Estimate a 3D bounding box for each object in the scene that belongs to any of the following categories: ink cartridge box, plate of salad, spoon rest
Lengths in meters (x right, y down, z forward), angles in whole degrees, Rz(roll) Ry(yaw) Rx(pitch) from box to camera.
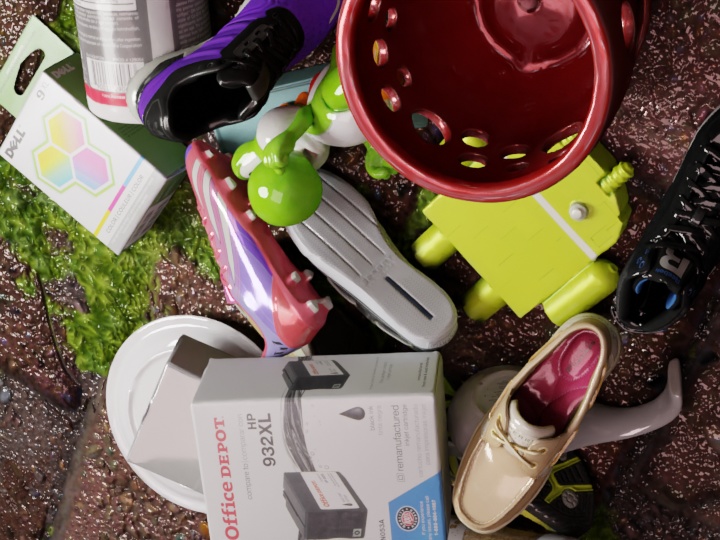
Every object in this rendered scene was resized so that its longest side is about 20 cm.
[{"bbox_3d":[-0.255,-0.121,1.342,0.200,0.059,0.104,41,125,2],"label":"ink cartridge box"},{"bbox_3d":[-0.149,0.135,1.423,0.199,0.048,0.202,6,108,19],"label":"plate of salad"},{"bbox_3d":[0.169,0.116,1.244,0.199,0.100,0.061,-7,136,16],"label":"spoon rest"},{"bbox_3d":[-0.029,0.151,1.236,0.198,0.084,0.146,-2,112,8],"label":"ink cartridge box"}]

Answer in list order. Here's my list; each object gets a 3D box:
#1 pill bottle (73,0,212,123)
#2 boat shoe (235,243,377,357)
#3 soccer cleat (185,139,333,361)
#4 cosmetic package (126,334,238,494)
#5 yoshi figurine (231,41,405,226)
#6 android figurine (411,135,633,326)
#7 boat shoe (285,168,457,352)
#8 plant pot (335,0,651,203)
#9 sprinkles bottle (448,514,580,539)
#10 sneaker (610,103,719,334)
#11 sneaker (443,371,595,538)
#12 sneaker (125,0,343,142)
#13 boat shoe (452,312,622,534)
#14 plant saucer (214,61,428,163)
[{"bbox_3d":[-0.180,-0.230,1.222,0.110,0.111,0.201,8,117,22],"label":"pill bottle"},{"bbox_3d":[-0.049,0.065,1.338,0.200,0.072,0.076,54,137,5],"label":"boat shoe"},{"bbox_3d":[-0.102,-0.019,1.269,0.076,0.067,0.201,-38,78,18],"label":"soccer cleat"},{"bbox_3d":[-0.096,0.151,1.337,0.199,0.090,0.107,27,107,-2],"label":"cosmetic package"},{"bbox_3d":[-0.024,-0.100,1.195,0.200,0.112,0.113,-31,105,37],"label":"yoshi figurine"},{"bbox_3d":[0.133,-0.043,1.206,0.182,0.041,0.200,49,126,-2],"label":"android figurine"},{"bbox_3d":[0.000,0.000,1.270,0.200,0.072,0.071,49,161,16],"label":"boat shoe"},{"bbox_3d":[0.105,-0.170,1.070,0.199,0.183,0.202,10,117,21],"label":"plant pot"},{"bbox_3d":[0.107,0.252,1.308,0.199,0.068,0.069,2,117,47],"label":"sprinkles bottle"},{"bbox_3d":[0.252,-0.032,1.109,0.073,0.112,0.201,29,123,9],"label":"sneaker"},{"bbox_3d":[0.117,0.164,1.307,0.200,0.075,0.077,37,145,8],"label":"sneaker"},{"bbox_3d":[-0.084,-0.161,1.170,0.200,0.100,0.070,-37,121,-4],"label":"sneaker"},{"bbox_3d":[0.132,0.118,1.179,0.073,0.069,0.201,32,93,14],"label":"boat shoe"},{"bbox_3d":[-0.042,-0.134,1.260,0.199,0.019,0.070,-9,110,28],"label":"plant saucer"}]
